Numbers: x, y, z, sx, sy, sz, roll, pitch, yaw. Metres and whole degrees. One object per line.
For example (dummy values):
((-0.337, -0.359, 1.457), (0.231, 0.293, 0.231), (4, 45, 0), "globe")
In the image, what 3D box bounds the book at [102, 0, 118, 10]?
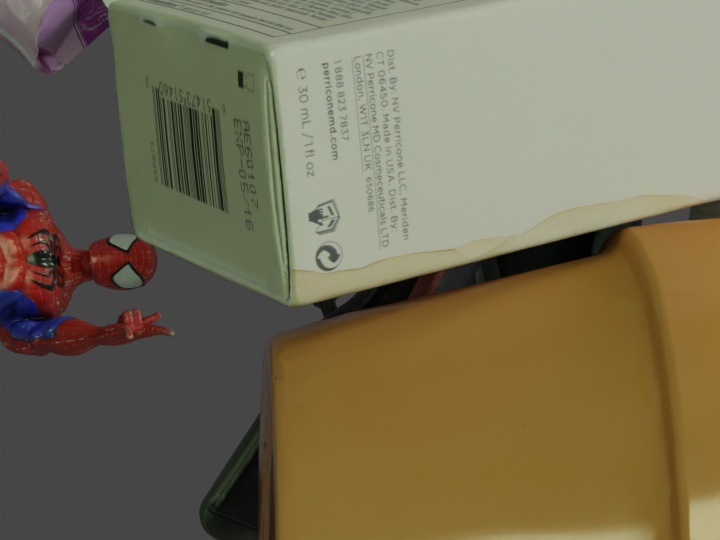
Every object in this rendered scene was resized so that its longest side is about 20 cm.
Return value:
((-0.021, -0.175, 0.775), (0.200, 0.048, 0.134), (-39, 68, 16), "book")

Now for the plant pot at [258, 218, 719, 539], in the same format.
((0.043, 0.085, 0.735), (0.140, 0.200, 0.201), (1, 78, -5), "plant pot")

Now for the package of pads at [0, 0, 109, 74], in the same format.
((-0.137, -0.172, 0.881), (0.200, 0.076, 0.121), (42, 79, 3), "package of pads")

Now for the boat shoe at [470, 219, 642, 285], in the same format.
((0.070, -0.051, 0.885), (0.073, 0.062, 0.201), (9, 76, -2), "boat shoe")

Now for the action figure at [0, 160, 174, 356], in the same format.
((-0.138, -0.003, 0.809), (0.200, 0.099, 0.065), (-3, 83, -36), "action figure")

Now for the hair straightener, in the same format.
((0.000, 0.000, 0.856), (0.077, 0.041, 0.200), (29, 96, 43), "hair straightener")

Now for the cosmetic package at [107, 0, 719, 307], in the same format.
((0.040, -0.054, 0.759), (0.199, 0.103, 0.073), (-13, 108, -26), "cosmetic package")

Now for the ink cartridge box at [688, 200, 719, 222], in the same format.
((0.157, -0.041, 0.859), (0.094, 0.037, 0.201), (8, 97, -30), "ink cartridge box")
